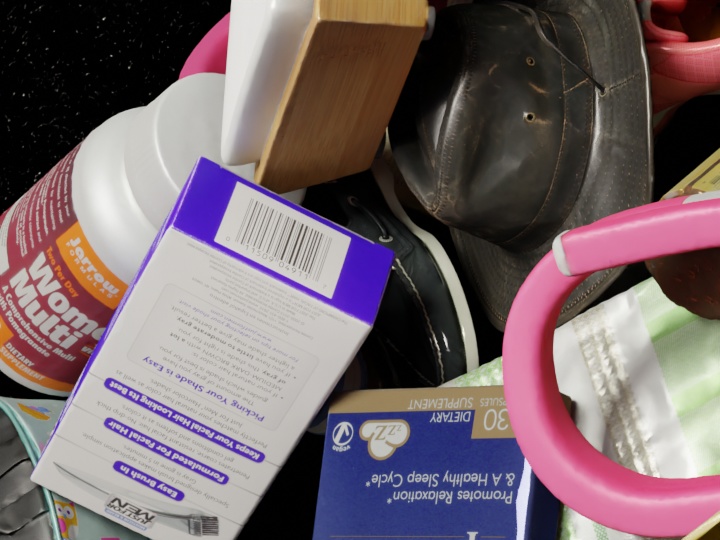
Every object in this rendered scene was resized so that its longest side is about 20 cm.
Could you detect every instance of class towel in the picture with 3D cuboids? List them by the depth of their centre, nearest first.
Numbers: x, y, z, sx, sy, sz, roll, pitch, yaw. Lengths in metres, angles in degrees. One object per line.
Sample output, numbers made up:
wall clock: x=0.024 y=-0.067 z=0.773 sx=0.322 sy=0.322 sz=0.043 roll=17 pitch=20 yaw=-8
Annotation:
towel: x=0.104 y=0.098 z=1.243 sx=0.200 sy=0.031 sz=0.149 roll=-28 pitch=60 yaw=24

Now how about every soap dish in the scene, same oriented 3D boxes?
soap dish: x=-0.013 y=-0.155 z=1.288 sx=0.157 sy=0.081 sz=0.200 roll=113 pitch=164 yaw=-58

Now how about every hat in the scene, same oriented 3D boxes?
hat: x=0.063 y=-0.070 z=1.292 sx=0.201 sy=0.081 sz=0.201 roll=-16 pitch=71 yaw=56

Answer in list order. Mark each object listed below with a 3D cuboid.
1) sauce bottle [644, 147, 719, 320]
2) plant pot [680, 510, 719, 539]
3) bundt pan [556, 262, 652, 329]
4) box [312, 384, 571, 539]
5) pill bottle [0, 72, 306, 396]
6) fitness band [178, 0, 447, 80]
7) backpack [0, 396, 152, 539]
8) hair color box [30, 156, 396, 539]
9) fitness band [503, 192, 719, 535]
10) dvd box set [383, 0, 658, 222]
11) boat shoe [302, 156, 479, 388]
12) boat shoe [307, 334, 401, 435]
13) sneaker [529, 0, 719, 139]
sauce bottle: x=0.212 y=-0.054 z=1.229 sx=0.200 sy=0.066 sz=0.066 roll=-37 pitch=42 yaw=-29
plant pot: x=0.178 y=0.239 z=1.123 sx=0.200 sy=0.176 sz=0.200 roll=-39 pitch=60 yaw=18
bundt pan: x=0.168 y=0.091 z=1.258 sx=0.202 sy=0.076 sz=0.202 roll=-15 pitch=64 yaw=33
box: x=0.030 y=0.153 z=1.235 sx=0.121 sy=0.032 sz=0.200 roll=-4 pitch=72 yaw=33
pill bottle: x=-0.119 y=-0.018 z=1.395 sx=0.200 sy=0.109 sz=0.110 roll=-36 pitch=52 yaw=47
fitness band: x=-0.024 y=-0.123 z=1.433 sx=0.144 sy=0.037 sz=0.200 roll=-51 pitch=29 yaw=-13
backpack: x=-0.186 y=0.166 z=1.443 sx=0.200 sy=0.153 sz=0.176 roll=-55 pitch=46 yaw=33
hair color box: x=-0.075 y=0.049 z=1.316 sx=0.200 sy=0.109 sz=0.065 roll=-58 pitch=9 yaw=38
fitness band: x=0.153 y=0.041 z=1.140 sx=0.200 sy=0.037 sz=0.144 roll=-11 pitch=98 yaw=30
dvd box set: x=0.072 y=-0.091 z=1.431 sx=0.200 sy=0.029 sz=0.146 roll=24 pitch=89 yaw=40
boat shoe: x=0.000 y=-0.002 z=1.371 sx=0.075 sy=0.066 sz=0.199 roll=97 pitch=154 yaw=-46
boat shoe: x=-0.039 y=0.021 z=1.443 sx=0.072 sy=0.072 sz=0.200 roll=-47 pitch=47 yaw=21
sneaker: x=0.142 y=-0.112 z=1.311 sx=0.200 sy=0.087 sz=0.074 roll=-16 pitch=64 yaw=31
